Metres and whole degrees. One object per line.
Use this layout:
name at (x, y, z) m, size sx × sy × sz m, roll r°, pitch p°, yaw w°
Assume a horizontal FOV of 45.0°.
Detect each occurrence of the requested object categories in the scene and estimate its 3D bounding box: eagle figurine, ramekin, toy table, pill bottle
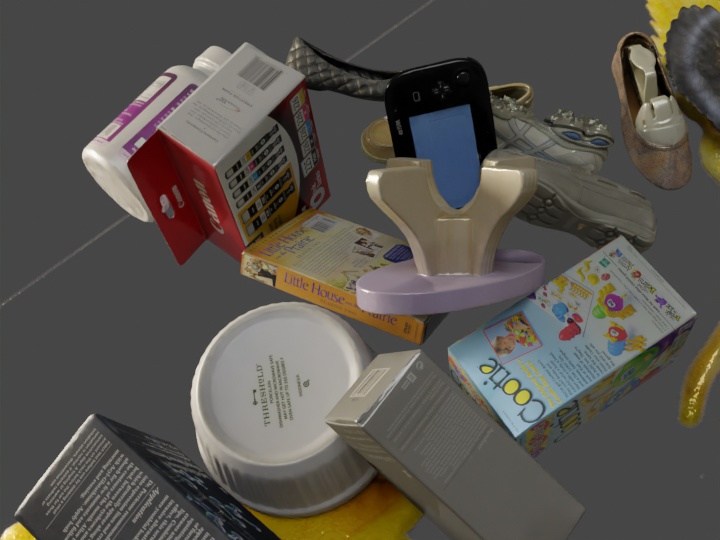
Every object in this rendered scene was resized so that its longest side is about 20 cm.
eagle figurine at (0.437, -0.202, 0.922) m, size 0.151 × 0.151 × 0.201 m, roll -44°, pitch 39°, yaw 13°
ramekin at (-0.067, 0.123, 0.822) m, size 0.200 × 0.094 × 0.204 m, roll -3°, pitch 60°, yaw 5°
toy table at (0.085, -0.038, 0.781) m, size 0.183 × 0.118 × 0.199 m, roll 9°, pitch 17°, yaw 42°
pill bottle at (-0.210, -0.161, 0.994) m, size 0.112 × 0.113 × 0.200 m, roll 33°, pitch 70°, yaw 23°

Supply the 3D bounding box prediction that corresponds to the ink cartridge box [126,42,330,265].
ink cartridge box at (-0.126, -0.093, 0.892) m, size 0.084 × 0.201 × 0.176 m, roll 33°, pitch 69°, yaw 22°

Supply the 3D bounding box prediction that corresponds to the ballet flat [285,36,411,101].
ballet flat at (0.001, -0.235, 1.030) m, size 0.198 × 0.057 × 0.066 m, roll 12°, pitch 22°, yaw 15°

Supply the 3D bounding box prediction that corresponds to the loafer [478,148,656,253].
loafer at (0.212, -0.078, 0.886) m, size 0.198 × 0.070 × 0.070 m, roll 23°, pitch 58°, yaw -14°

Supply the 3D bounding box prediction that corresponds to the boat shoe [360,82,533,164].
boat shoe at (0.097, -0.171, 0.985) m, size 0.198 × 0.063 × 0.074 m, roll -7°, pitch 59°, yaw 4°

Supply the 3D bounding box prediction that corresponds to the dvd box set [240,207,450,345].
dvd box set at (0.000, 0.000, 0.877) m, size 0.198 × 0.030 × 0.146 m, roll 20°, pitch 28°, yaw 17°

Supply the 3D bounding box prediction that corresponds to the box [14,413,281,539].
box at (-0.159, 0.232, 0.733) m, size 0.199 × 0.149 × 0.107 m, roll 34°, pitch 81°, yaw 23°

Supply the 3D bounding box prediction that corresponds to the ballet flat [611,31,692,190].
ballet flat at (0.319, -0.183, 0.959) m, size 0.067 × 0.067 × 0.202 m, roll -11°, pitch 60°, yaw 2°

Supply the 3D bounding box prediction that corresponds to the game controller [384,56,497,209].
game controller at (0.088, -0.115, 0.889) m, size 0.103 × 0.202 × 0.042 m, roll -16°, pitch 29°, yaw -4°

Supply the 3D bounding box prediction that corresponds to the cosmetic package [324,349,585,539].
cosmetic package at (0.077, 0.162, 0.725) m, size 0.200 × 0.107 × 0.090 m, roll 46°, pitch 71°, yaw -6°

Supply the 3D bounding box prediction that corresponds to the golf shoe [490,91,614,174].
golf shoe at (0.163, -0.133, 0.925) m, size 0.198 × 0.098 × 0.078 m, roll 16°, pitch 21°, yaw 4°

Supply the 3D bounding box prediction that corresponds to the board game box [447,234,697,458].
board game box at (0.191, 0.078, 0.806) m, size 0.199 × 0.103 × 0.105 m, roll -31°, pitch 61°, yaw -10°

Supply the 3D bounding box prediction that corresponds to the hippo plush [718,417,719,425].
hippo plush at (0.418, 0.109, 0.724) m, size 0.200 × 0.161 × 0.159 m, roll -40°, pitch 63°, yaw -15°
